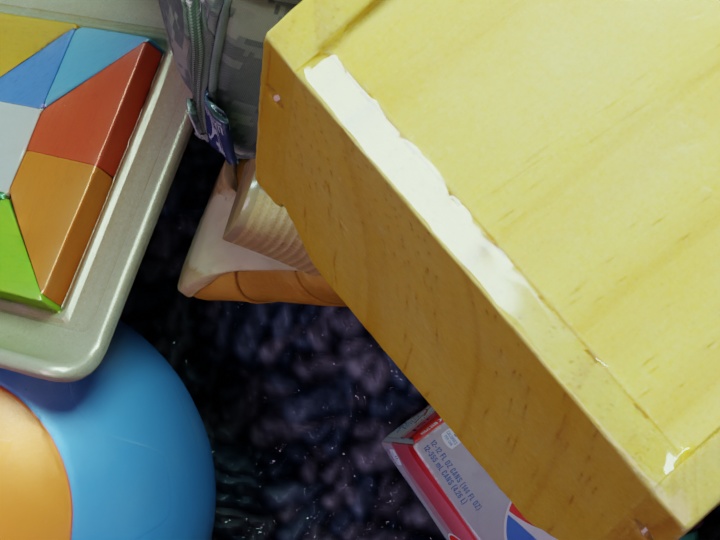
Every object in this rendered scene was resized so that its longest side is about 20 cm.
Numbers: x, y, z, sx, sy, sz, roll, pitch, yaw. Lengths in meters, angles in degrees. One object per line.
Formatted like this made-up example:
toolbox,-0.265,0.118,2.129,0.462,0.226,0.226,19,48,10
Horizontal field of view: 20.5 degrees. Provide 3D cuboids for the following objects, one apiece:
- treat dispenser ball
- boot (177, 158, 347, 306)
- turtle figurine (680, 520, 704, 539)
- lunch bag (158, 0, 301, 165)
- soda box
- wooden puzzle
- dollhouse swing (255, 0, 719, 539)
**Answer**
treat dispenser ball,-0.170,0.110,0.972,0.200,0.201,0.202,13,115,30
boot,0.000,-0.001,0.889,0.143,0.201,0.071,20,82,-12
turtle figurine,0.136,0.033,0.790,0.101,0.149,0.201,27,134,63
lunch bag,-0.020,-0.158,0.775,0.168,0.139,0.201,127,137,-50
soda box,0.096,0.135,0.853,0.200,0.070,0.063,55,168,-4
wooden puzzle,-0.166,-0.056,0.929,0.184,0.037,0.201,12,70,31
dollhouse swing,0.094,-0.035,0.669,0.200,0.176,0.182,49,165,11
